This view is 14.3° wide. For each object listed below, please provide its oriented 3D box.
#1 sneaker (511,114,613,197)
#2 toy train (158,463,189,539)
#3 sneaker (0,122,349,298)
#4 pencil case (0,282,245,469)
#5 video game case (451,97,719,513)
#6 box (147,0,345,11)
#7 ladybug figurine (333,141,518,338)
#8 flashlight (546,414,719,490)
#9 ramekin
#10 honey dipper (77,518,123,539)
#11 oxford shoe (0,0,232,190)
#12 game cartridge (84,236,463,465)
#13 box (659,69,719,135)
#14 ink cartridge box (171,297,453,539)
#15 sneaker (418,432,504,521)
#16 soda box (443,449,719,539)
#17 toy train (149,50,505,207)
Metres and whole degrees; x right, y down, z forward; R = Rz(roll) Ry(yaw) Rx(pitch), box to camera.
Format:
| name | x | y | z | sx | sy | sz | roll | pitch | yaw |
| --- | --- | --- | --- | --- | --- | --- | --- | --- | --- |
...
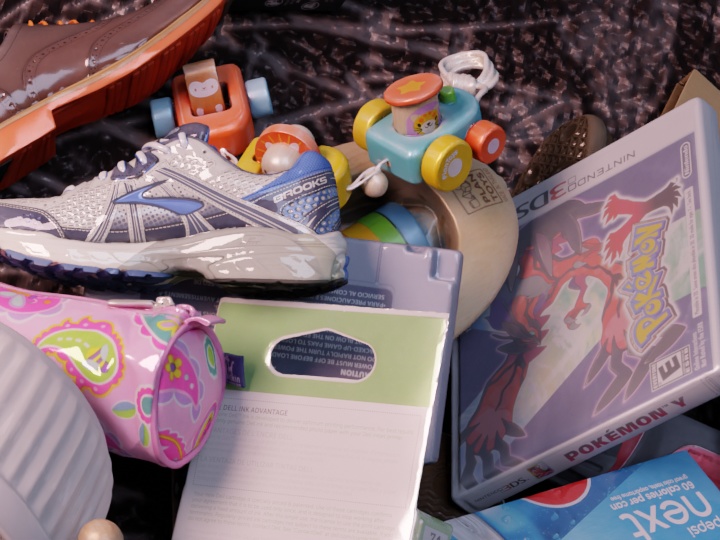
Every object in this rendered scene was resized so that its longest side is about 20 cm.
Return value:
| name | x | y | z | sx | sy | sz | roll | pitch | yaw |
| --- | --- | --- | --- | --- | --- | --- | --- | --- | --- |
| sneaker | 0.125 | 0.008 | 1.693 | 0.076 | 0.070 | 0.200 | 29 | 63 | -30 |
| toy train | -0.085 | 0.189 | 1.527 | 0.034 | 0.046 | 0.200 | 5 | 67 | -21 |
| sneaker | -0.104 | -0.033 | 1.499 | 0.200 | 0.077 | 0.085 | 3 | 81 | 0 |
| pencil case | -0.165 | 0.043 | 1.479 | 0.200 | 0.087 | 0.087 | 10 | 58 | 23 |
| video game case | 0.124 | 0.018 | 1.589 | 0.023 | 0.182 | 0.200 | 37 | 37 | -35 |
| box | -0.061 | -0.269 | 1.670 | 0.124 | 0.149 | 0.200 | -4 | 70 | -23 |
| ladybug figurine | 0.000 | 0.000 | 1.618 | 0.200 | 0.072 | 0.136 | -26 | 71 | -22 |
| flashlight | 0.181 | 0.115 | 1.640 | 0.200 | 0.068 | 0.068 | 25 | 22 | -32 |
| ramekin | -0.218 | 0.102 | 1.425 | 0.200 | 0.200 | 0.105 | 35 | 50 | -6 |
| honey dipper | -0.118 | 0.200 | 1.429 | 0.038 | 0.200 | 0.038 | -1 | 39 | 1 |
| oxford shoe | -0.158 | -0.120 | 1.604 | 0.200 | 0.071 | 0.073 | -34 | 80 | -23 |
| game cartridge | -0.051 | 0.043 | 1.534 | 0.200 | 0.041 | 0.133 | 8 | 85 | 9 |
| box | 0.250 | -0.016 | 1.735 | 0.200 | 0.021 | 0.164 | 40 | 39 | -7 |
| ink cartridge box | -0.024 | 0.119 | 1.465 | 0.048 | 0.145 | 0.200 | 33 | 65 | -55 |
| sneaker | 0.044 | 0.180 | 1.580 | 0.073 | 0.085 | 0.200 | 4 | 45 | -20 |
| soda box | 0.108 | 0.159 | 1.522 | 0.200 | 0.064 | 0.068 | -12 | 52 | -36 |
| toy train | -0.020 | -0.092 | 1.603 | 0.200 | 0.056 | 0.150 | -10 | 40 | 2 |
